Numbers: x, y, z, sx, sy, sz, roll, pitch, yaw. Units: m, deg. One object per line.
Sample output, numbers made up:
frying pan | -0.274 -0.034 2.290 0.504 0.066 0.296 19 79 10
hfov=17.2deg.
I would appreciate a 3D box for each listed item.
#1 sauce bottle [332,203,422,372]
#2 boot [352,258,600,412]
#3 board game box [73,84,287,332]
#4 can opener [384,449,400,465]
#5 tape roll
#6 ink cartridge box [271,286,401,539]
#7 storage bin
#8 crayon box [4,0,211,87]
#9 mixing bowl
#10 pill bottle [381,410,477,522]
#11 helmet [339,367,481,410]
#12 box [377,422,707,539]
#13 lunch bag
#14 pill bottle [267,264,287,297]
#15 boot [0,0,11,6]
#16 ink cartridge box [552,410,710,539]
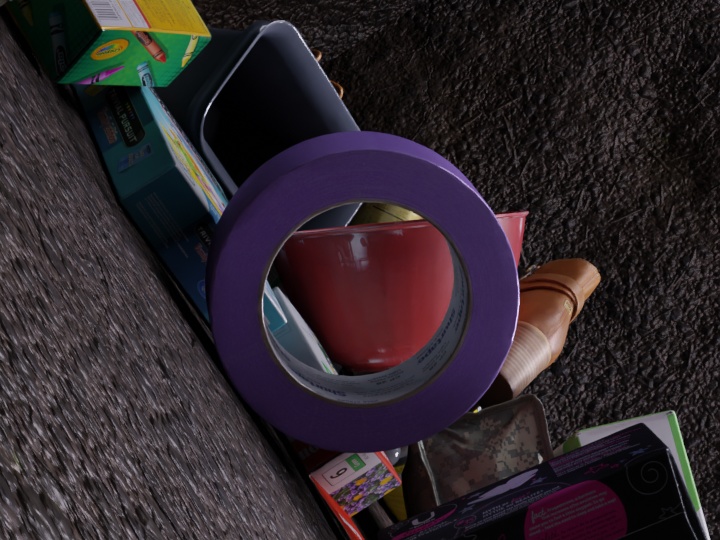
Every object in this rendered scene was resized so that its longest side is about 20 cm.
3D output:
sauce bottle | 0.000 0.000 1.924 0.066 0.201 0.066 25 3 -1
boot | 0.090 0.057 1.891 0.077 0.155 0.200 52 -40 -11
board game box | -0.128 -0.053 1.646 0.151 0.047 0.200 57 3 -34
can opener | -0.005 0.120 1.803 0.067 0.054 0.200 25 -8 -2
tape roll | 0.000 0.014 1.540 0.200 0.200 0.066 57 2 -14
ink cartridge box | -0.018 0.118 1.652 0.200 0.050 0.109 58 1 26
storage bin | -0.096 -0.114 1.856 0.134 0.146 0.200 18 -25 37
crayon box | -0.199 -0.219 1.607 0.119 0.058 0.200 -4 57 -56
mixing bowl | 0.031 0.017 1.776 0.200 0.199 0.109 -73 158 -87
pill bottle | 0.067 0.169 2.048 0.200 0.112 0.112 56 3 -41
helmet | 0.048 0.063 2.154 0.191 0.200 0.200 53 1 10
box | 0.128 0.202 1.564 0.115 0.199 0.133 -100 167 -84
lunch bag | 0.103 0.216 1.802 0.164 0.117 0.201 94 -15 -69
pill bottle | -0.068 -0.045 2.039 0.200 0.113 0.113 60 3 32
boot | -0.179 -0.269 1.499 0.182 0.200 0.073 59 2 23
ink cartridge box | 0.200 0.200 1.825 0.200 0.084 0.146 116 -39 -76
